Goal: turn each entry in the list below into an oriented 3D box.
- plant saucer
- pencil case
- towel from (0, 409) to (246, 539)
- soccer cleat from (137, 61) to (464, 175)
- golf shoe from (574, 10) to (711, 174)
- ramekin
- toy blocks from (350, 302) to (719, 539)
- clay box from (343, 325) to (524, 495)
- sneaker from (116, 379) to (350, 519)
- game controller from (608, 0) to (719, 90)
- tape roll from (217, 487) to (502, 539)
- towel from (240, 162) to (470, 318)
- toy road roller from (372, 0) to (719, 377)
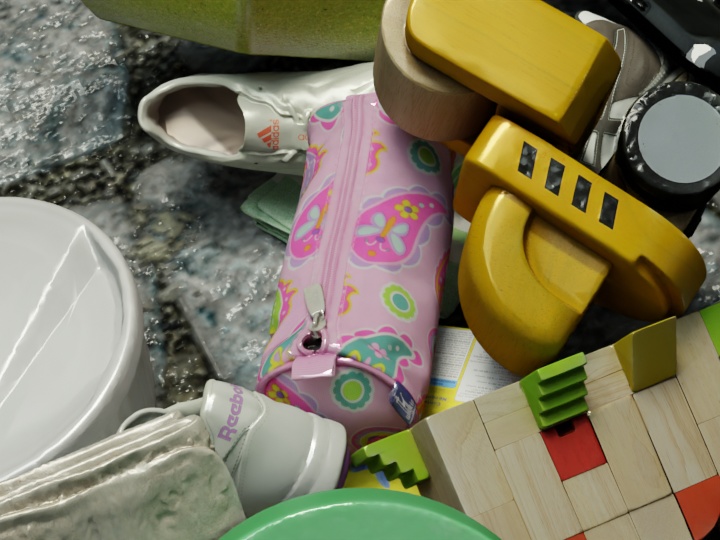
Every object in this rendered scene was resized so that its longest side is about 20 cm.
[{"bbox_3d":[-0.052,-0.153,1.369,0.199,0.048,0.200,-1,13,-42],"label":"plant saucer"},{"bbox_3d":[0.000,0.000,1.223,0.087,0.088,0.201,-3,47,16],"label":"pencil case"},{"bbox_3d":[-0.104,0.170,1.099,0.132,0.201,0.034,-20,23,-16],"label":"towel"},{"bbox_3d":[-0.026,-0.080,1.324,0.199,0.078,0.070,1,95,23],"label":"soccer cleat"},{"bbox_3d":[0.099,-0.055,1.280,0.094,0.078,0.200,40,57,-3],"label":"golf shoe"},{"bbox_3d":[-0.200,0.066,1.286,0.201,0.094,0.203,-9,50,11],"label":"ramekin"},{"bbox_3d":[0.115,0.111,1.142,0.199,0.100,0.137,-20,82,-20],"label":"toy blocks"},{"bbox_3d":[0.018,0.119,1.205,0.114,0.048,0.201,6,55,23],"label":"clay box"},{"bbox_3d":[-0.095,0.107,1.177,0.200,0.099,0.075,-37,34,39],"label":"sneaker"},{"bbox_3d":[0.169,-0.152,1.348,0.104,0.042,0.200,-1,36,-38],"label":"game controller"},{"bbox_3d":[0.000,0.198,1.064,0.199,0.048,0.201,0,93,-3],"label":"tape roll"},{"bbox_3d":[0.046,-0.076,1.368,0.152,0.023,0.200,25,63,32],"label":"towel"},{"bbox_3d":[0.076,-0.041,1.167,0.200,0.123,0.146,32,77,6],"label":"toy road roller"}]
